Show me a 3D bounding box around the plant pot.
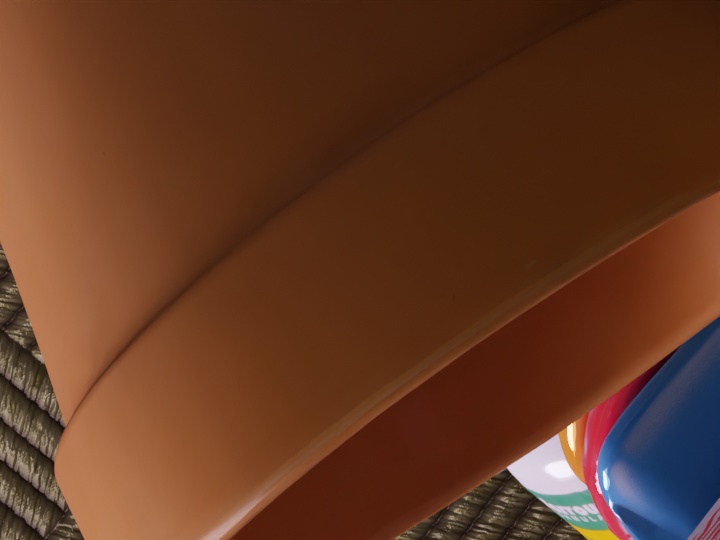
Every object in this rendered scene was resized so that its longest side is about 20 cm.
[{"bbox_3d":[0.000,-0.030,0.513,0.140,0.200,0.200,56,180,11],"label":"plant pot"}]

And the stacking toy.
[{"bbox_3d":[0.083,0.014,0.807,0.200,0.110,0.116,40,179,45],"label":"stacking toy"}]

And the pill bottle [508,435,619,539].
[{"bbox_3d":[0.124,0.063,0.941,0.200,0.113,0.113,42,177,-25],"label":"pill bottle"}]

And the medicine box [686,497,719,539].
[{"bbox_3d":[0.126,0.094,0.512,0.103,0.200,0.182,37,177,0],"label":"medicine box"}]
